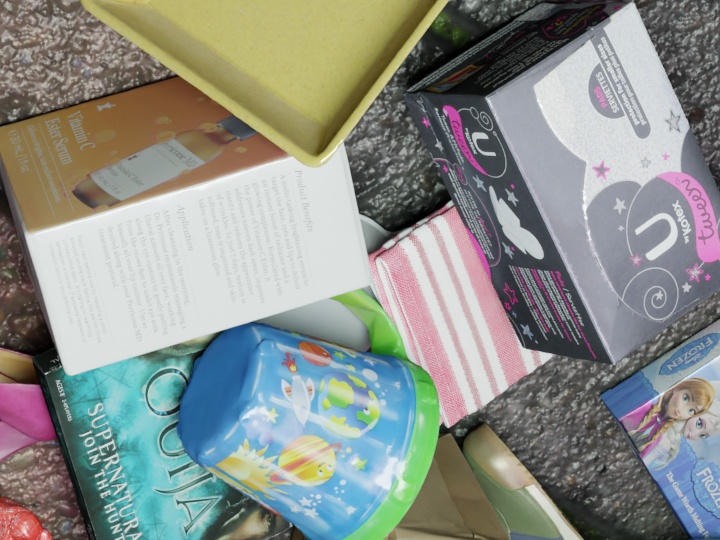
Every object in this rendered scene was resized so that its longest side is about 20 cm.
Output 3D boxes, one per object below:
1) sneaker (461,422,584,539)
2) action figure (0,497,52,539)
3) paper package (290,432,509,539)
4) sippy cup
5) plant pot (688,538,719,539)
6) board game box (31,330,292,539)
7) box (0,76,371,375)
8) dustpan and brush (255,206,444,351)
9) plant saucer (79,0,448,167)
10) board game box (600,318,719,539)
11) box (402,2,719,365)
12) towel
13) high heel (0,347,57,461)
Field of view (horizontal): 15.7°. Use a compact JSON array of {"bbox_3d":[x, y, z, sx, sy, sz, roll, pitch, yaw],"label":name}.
[{"bbox_3d":[0.111,0.203,1.866,0.090,0.067,0.200,-39,123,-2],"label":"sneaker"},{"bbox_3d":[-0.200,0.206,1.775,0.200,0.065,0.052,41,80,-29],"label":"action figure"},{"bbox_3d":[0.015,0.227,1.778,0.103,0.191,0.200,10,110,-16],"label":"paper package"},{"bbox_3d":[-0.040,0.098,1.661,0.130,0.178,0.140,25,121,-28],"label":"sippy cup"},{"bbox_3d":[0.251,0.305,1.870,0.200,0.200,0.188,-3,123,-16],"label":"plant pot"},{"bbox_3d":[-0.127,0.115,1.715,0.135,0.028,0.200,-25,125,-17],"label":"board game box"},{"bbox_3d":[-0.114,-0.040,1.629,0.200,0.152,0.106,-17,121,-9],"label":"box"},{"bbox_3d":[0.000,0.000,1.749,0.200,0.057,0.140,-19,127,0],"label":"dustpan and brush"},{"bbox_3d":[-0.037,-0.185,1.575,0.200,0.200,0.048,-53,161,-3],"label":"plant saucer"},{"bbox_3d":[0.306,0.114,1.897,0.199,0.043,0.200,-34,121,0],"label":"board game box"},{"bbox_3d":[0.143,-0.059,1.683,0.132,0.115,0.200,-34,110,-21],"label":"box"},{"bbox_3d":[0.100,-0.001,1.764,0.200,0.030,0.146,-34,123,-21],"label":"towel"},{"bbox_3d":[-0.254,0.049,1.674,0.096,0.067,0.200,-32,126,11],"label":"high heel"}]
